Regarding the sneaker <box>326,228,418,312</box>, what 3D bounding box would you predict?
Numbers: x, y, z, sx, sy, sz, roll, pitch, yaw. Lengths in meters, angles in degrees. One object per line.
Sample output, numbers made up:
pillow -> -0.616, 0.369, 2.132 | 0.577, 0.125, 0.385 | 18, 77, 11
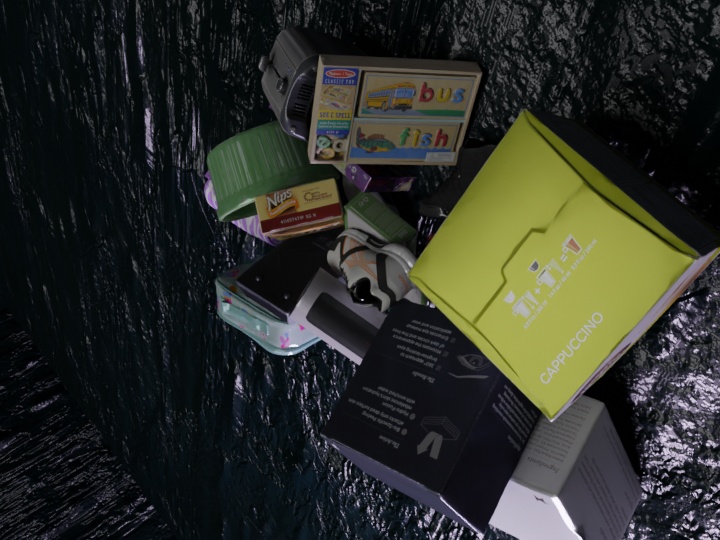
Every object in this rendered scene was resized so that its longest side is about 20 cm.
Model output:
sneaker -> 0.000, 0.000, 0.964 | 0.075, 0.080, 0.199 | 57, 160, -23

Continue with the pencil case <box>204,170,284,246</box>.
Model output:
pencil case -> -0.193, -0.114, 1.308 | 0.198, 0.085, 0.086 | 28, 170, 36

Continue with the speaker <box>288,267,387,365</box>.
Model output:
speaker -> 0.002, 0.085, 1.025 | 0.198, 0.082, 0.081 | 35, 143, -5

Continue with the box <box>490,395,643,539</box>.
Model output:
box -> 0.222, 0.249, 0.939 | 0.197, 0.131, 0.200 | 13, 145, 46

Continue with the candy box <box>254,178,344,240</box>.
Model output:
candy box -> -0.082, -0.085, 1.079 | 0.200, 0.112, 0.057 | 48, -150, -89

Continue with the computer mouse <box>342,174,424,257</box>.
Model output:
computer mouse -> 0.021, -0.080, 1.101 | 0.109, 0.043, 0.203 | -28, 90, 55

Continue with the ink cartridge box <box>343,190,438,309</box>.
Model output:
ink cartridge box -> 0.059, 0.001, 1.013 | 0.199, 0.048, 0.147 | 40, 156, 23

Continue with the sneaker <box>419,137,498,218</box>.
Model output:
sneaker -> 0.140, -0.113, 0.919 | 0.199, 0.059, 0.107 | 20, 109, 62

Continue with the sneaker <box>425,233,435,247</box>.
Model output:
sneaker -> 0.157, -0.016, 0.917 | 0.198, 0.086, 0.076 | 1, 70, 51

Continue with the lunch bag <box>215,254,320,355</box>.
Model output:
lunch bag -> -0.135, 0.051, 1.194 | 0.197, 0.159, 0.079 | 25, 129, 35

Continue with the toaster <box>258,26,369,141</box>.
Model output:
toaster -> -0.034, -0.234, 0.958 | 0.130, 0.196, 0.115 | 55, 129, 42

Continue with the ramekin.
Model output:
ramekin -> -0.137, -0.155, 1.125 | 0.198, 0.197, 0.100 | -20, 91, 54

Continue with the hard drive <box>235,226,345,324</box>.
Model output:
hard drive -> -0.079, -0.002, 1.144 | 0.133, 0.199, 0.043 | 27, 140, 33

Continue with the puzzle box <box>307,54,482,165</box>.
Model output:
puzzle box -> 0.039, -0.189, 0.892 | 0.026, 0.195, 0.135 | -107, 20, -45

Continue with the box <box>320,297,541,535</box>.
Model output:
box -> 0.091, 0.162, 0.873 | 0.194, 0.202, 0.118 | 13, 155, 46

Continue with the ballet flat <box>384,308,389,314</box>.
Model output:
ballet flat -> 0.027, 0.106, 1.124 | 0.067, 0.075, 0.201 | 35, 164, 34

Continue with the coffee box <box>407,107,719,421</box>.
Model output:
coffee box -> 0.206, -0.013, 0.735 | 0.200, 0.196, 0.201 | 45, 117, 20

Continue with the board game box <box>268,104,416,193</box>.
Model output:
board game box -> -0.024, -0.178, 1.030 | 0.200, 0.119, 0.033 | 44, 122, 22
